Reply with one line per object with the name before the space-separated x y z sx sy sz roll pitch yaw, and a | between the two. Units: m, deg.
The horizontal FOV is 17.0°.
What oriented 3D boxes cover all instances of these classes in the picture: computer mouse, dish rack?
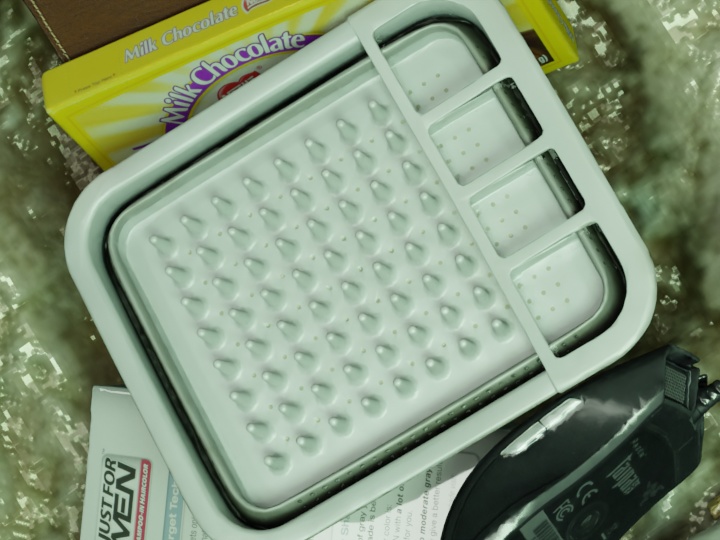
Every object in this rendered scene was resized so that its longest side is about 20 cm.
computer mouse | 0.108 0.074 0.952 0.200 0.140 0.046 -45 55 -1
dish rack | 0.000 0.000 0.935 0.200 0.044 0.172 -31 73 6

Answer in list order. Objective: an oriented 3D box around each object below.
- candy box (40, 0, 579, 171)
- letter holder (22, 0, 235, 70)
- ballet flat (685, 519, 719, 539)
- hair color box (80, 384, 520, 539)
candy box | -0.020 -0.083 0.988 0.199 0.102 0.026 -22 52 15
letter holder | -0.032 -0.145 1.006 0.199 0.142 0.101 -16 55 9
ballet flat | 0.210 0.111 0.968 0.199 0.069 0.070 2 90 8
hair color box | -0.015 0.106 1.012 0.199 0.061 0.099 5 90 12
